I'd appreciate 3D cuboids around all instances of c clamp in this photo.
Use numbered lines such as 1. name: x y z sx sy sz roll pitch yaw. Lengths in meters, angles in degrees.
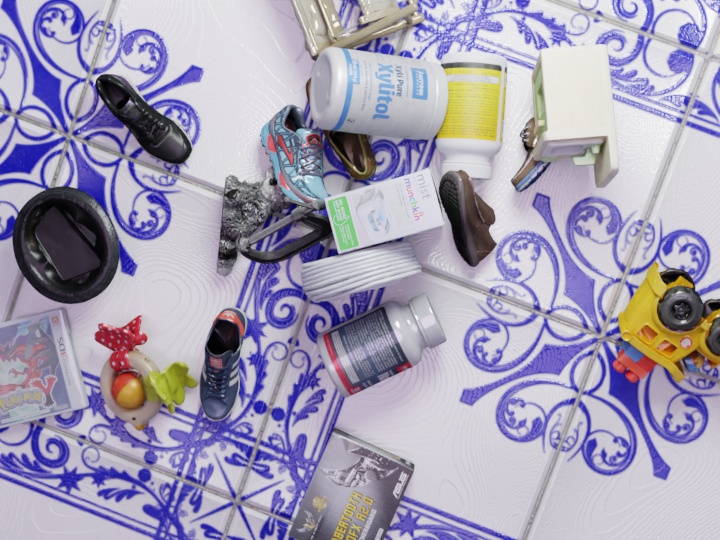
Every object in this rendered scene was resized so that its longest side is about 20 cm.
1. c clamp: -0.130 -0.064 1.677 0.199 0.170 0.027 -30 63 34

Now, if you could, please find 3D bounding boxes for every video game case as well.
1. video game case: -0.600 0.177 1.806 0.198 0.023 0.184 -14 92 5

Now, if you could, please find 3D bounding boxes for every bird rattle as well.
1. bird rattle: -0.396 0.186 1.757 0.199 0.113 0.164 36 111 4

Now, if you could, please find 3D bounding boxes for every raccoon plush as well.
1. raccoon plush: -0.173 -0.086 1.748 0.133 0.097 0.201 6 123 -9

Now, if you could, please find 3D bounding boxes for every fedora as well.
1. fedora: -0.496 -0.045 1.750 0.199 0.092 0.202 0 93 4

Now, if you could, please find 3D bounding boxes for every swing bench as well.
1. swing bench: -0.023 -0.475 1.677 0.199 0.130 0.200 -20 92 10

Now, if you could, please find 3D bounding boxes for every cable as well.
1. cable: 0.000 0.000 1.662 0.198 0.200 0.070 -14 89 1

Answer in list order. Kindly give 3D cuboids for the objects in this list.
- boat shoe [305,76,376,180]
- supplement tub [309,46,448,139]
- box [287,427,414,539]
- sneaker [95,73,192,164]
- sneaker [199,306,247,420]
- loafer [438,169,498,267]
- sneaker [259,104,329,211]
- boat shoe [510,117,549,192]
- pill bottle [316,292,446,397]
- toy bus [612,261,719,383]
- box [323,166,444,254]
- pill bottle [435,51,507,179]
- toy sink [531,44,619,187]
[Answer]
1. boat shoe: -0.030 -0.248 1.716 0.072 0.068 0.201 -32 90 7
2. supplement tub: 0.028 -0.285 1.646 0.198 0.132 0.133 2 94 -21
3. box: -0.015 0.398 1.762 0.157 0.048 0.201 24 94 2
4. sneaker: -0.377 -0.255 1.731 0.200 0.088 0.076 42 95 1
5. sneaker: -0.244 0.164 1.748 0.074 0.085 0.202 8 94 4
6. loafer: 0.182 -0.096 1.677 0.071 0.201 0.073 -30 48 -10
7. sneaker: -0.100 -0.191 1.676 0.096 0.079 0.201 -46 61 36
8. boat shoe: 0.306 -0.223 1.698 0.072 0.072 0.200 37 85 6
9. pill bottle: 0.038 0.120 1.707 0.199 0.120 0.120 -25 91 6
10. toy bus: 0.518 0.115 1.675 0.199 0.136 0.193 34 108 -1
11. box: 0.043 -0.100 1.655 0.175 0.200 0.097 -15 93 4
12. pill bottle: 0.182 -0.253 1.678 0.111 0.112 0.202 4 93 4
13. toy sink: 0.331 -0.235 1.597 0.111 0.130 0.202 -4 83 2
